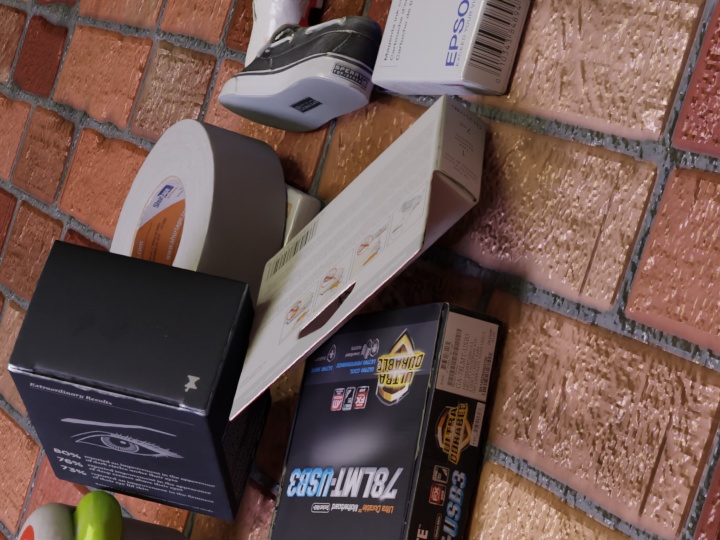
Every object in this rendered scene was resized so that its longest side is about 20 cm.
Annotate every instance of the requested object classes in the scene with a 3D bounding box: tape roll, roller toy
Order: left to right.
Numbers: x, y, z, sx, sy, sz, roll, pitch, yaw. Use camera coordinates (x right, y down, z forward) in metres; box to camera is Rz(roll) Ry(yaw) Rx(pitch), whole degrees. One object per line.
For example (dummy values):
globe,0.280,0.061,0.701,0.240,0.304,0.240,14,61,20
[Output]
roller toy,-0.198,0.277,1.634,0.200,0.139,0.184,135,146,-62
tape roll,-0.134,-0.015,1.716,0.200,0.066,0.202,-40,41,47

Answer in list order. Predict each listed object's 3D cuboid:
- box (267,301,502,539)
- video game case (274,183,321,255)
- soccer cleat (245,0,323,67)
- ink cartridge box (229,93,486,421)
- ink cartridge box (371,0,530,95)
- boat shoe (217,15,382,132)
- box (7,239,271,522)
box,0.009,0.128,1.411,0.200,0.049,0.200,-9,66,63
video game case,-0.104,0.010,1.739,0.200,0.023,0.183,29,101,64
soccer cleat,-0.062,-0.250,1.741,0.201,0.085,0.069,-63,27,19
ink cartridge box,0.000,0.000,1.424,0.200,0.043,0.174,-42,23,32
ink cartridge box,0.065,-0.222,1.517,0.200,0.043,0.198,10,84,63
boat shoe,-0.045,-0.156,1.665,0.199,0.073,0.069,-15,54,65
box,-0.151,0.081,1.538,0.200,0.147,0.105,87,-162,-62
